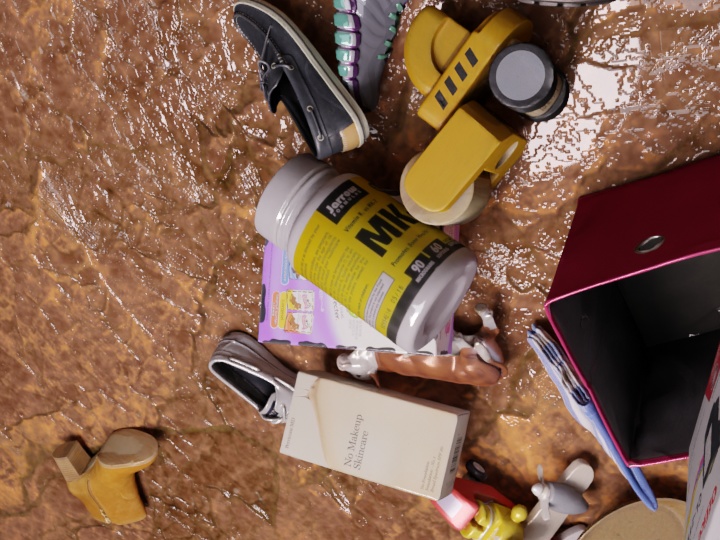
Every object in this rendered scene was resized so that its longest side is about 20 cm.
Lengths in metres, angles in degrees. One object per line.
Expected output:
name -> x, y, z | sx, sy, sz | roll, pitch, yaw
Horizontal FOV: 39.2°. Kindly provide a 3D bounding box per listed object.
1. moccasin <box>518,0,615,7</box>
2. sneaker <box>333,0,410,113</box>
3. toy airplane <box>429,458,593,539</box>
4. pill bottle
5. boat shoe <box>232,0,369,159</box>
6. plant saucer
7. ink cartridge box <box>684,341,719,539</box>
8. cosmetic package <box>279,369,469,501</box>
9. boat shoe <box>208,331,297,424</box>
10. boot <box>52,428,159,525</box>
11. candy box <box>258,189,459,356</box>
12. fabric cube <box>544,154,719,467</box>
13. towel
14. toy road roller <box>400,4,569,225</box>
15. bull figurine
moccasin -> 0.218, -0.269, 0.858 | 0.200, 0.074, 0.078 | -2, 111, 26
sneaker -> 0.020, -0.242, 0.957 | 0.087, 0.075, 0.201 | 0, 125, 9
toy airplane -> 0.188, 0.328, 1.209 | 0.198, 0.141, 0.201 | -9, 105, 4
pill bottle -> 0.002, -0.021, 0.971 | 0.200, 0.114, 0.115 | 35, 129, 17
boat shoe -> -0.072, -0.190, 0.990 | 0.200, 0.062, 0.075 | 52, 167, 15
plant saucer -> 0.320, 0.341, 1.188 | 0.199, 0.035, 0.201 | -6, 115, -12
ink cartridge box -> 0.302, 0.160, 0.772 | 0.082, 0.200, 0.146 | 12, 124, 14
cosmetic package -> 0.017, 0.189, 1.182 | 0.199, 0.073, 0.104 | 12, 89, 18
boat shoe -> -0.105, 0.161, 1.267 | 0.200, 0.065, 0.074 | 34, 127, -2
boot -> -0.340, 0.305, 1.462 | 0.200, 0.071, 0.144 | -9, 123, 30
candy box -> 0.000, 0.000, 1.070 | 0.199, 0.071, 0.169 | 4, 87, 20
fabric cube -> 0.310, 0.028, 0.933 | 0.195, 0.200, 0.201 | -18, 113, 31
towel -> 0.237, 0.148, 1.053 | 0.024, 0.200, 0.147 | -32, 110, 3
toy road roller -> 0.090, -0.152, 0.938 | 0.146, 0.123, 0.200 | 40, 104, 13
bull figurine -> 0.067, 0.085, 1.144 | 0.199, 0.065, 0.122 | 3, 141, 15
